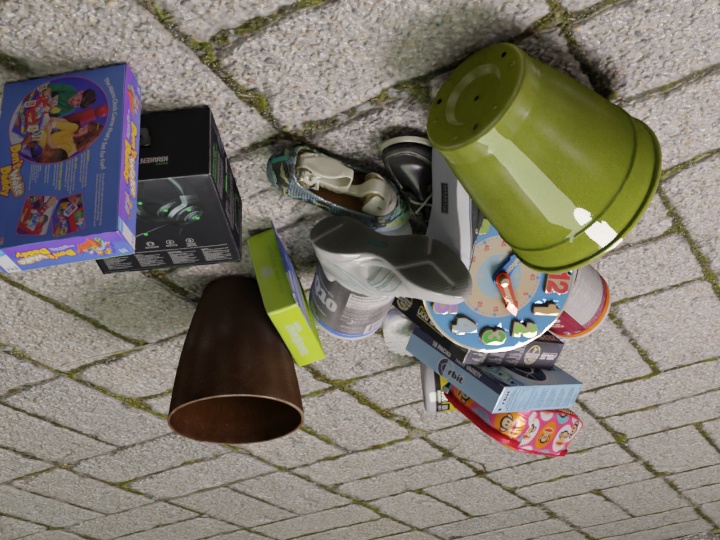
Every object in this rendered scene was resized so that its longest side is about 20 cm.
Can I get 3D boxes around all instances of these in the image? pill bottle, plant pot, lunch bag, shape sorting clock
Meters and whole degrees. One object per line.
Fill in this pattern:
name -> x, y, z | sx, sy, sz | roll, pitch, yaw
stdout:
pill bottle -> 0.200, 0.169, 1.643 | 0.198, 0.113, 0.113 | -5, 151, 1
plant pot -> -0.174, 0.118, 1.407 | 0.185, 0.201, 0.187 | -3, 151, -2
pill bottle -> 0.000, 0.000, 1.311 | 0.113, 0.114, 0.200 | 2, 150, -12
pill bottle -> 0.260, 0.014, 1.377 | 0.109, 0.110, 0.200 | -21, 147, 27
lunch bag -> 0.220, 0.197, 1.493 | 0.199, 0.176, 0.082 | 21, 102, -46
plant pot -> 0.177, -0.132, 1.050 | 0.200, 0.201, 0.193 | -28, 131, 36
shape sorting clock -> 0.171, 0.008, 1.231 | 0.199, 0.039, 0.201 | -4, 109, -13

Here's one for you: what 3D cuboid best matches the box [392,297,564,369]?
box -> 0.165, 0.073, 1.390 | 0.199, 0.161, 0.049 | 8, 112, -44

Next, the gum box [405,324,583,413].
gum box -> 0.188, 0.135, 1.397 | 0.199, 0.170, 0.045 | 6, 112, -48

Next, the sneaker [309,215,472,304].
sneaker -> 0.038, -0.002, 1.159 | 0.199, 0.071, 0.080 | 20, 145, 21

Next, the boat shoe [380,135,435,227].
boat shoe -> 0.086, -0.095, 1.204 | 0.071, 0.068, 0.200 | -15, 148, 22

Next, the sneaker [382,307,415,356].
sneaker -> 0.090, 0.078, 1.473 | 0.076, 0.081, 0.200 | -24, 154, 27

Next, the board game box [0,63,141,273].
board game box -> -0.291, -0.104, 0.993 | 0.133, 0.201, 0.045 | -8, 152, 7

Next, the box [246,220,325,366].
box -> -0.101, 0.035, 1.346 | 0.047, 0.123, 0.200 | -20, 150, 0

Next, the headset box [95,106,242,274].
headset box -> -0.236, -0.089, 1.138 | 0.173, 0.093, 0.200 | -6, 151, 3

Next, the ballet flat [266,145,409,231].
ballet flat -> -0.013, -0.096, 1.171 | 0.199, 0.075, 0.074 | 14, 146, -29

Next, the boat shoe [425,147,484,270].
boat shoe -> 0.117, -0.066, 1.160 | 0.056, 0.201, 0.068 | -9, -160, -34

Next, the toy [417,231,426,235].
toy -> 0.143, 0.024, 1.320 | 0.200, 0.047, 0.115 | 37, 171, -10
